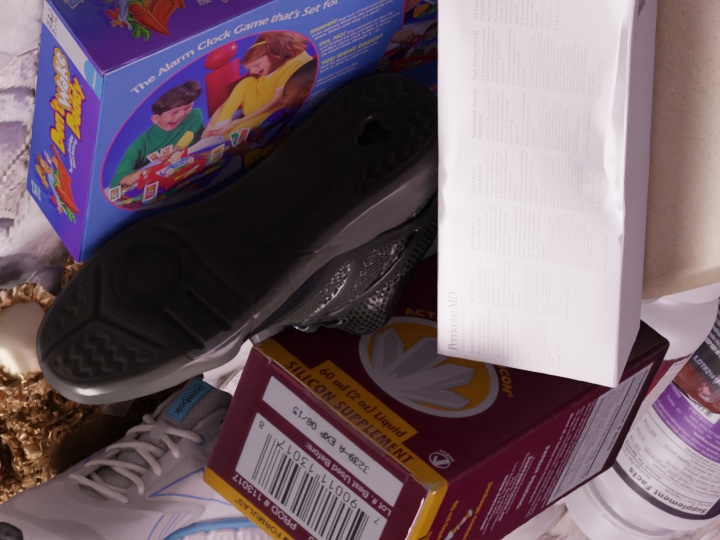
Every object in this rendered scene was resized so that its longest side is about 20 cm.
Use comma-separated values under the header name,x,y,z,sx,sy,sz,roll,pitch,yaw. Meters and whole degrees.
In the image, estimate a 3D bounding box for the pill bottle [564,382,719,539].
name,x,y,z,sx,sy,sz,roll,pitch,yaw
pill bottle,0.225,0.106,1.800,0.111,0.112,0.200,-12,147,-47

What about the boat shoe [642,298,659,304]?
name,x,y,z,sx,sy,sz,roll,pitch,yaw
boat shoe,0.172,-0.059,1.368,0.066,0.074,0.199,-45,-178,41

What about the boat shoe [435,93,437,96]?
name,x,y,z,sx,sy,sz,roll,pitch,yaw
boat shoe,0.068,-0.072,1.293,0.071,0.070,0.201,-24,175,39

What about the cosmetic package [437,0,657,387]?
name,x,y,z,sx,sy,sz,roll,pitch,yaw
cosmetic package,0.076,-0.052,1.089,0.051,0.082,0.201,-62,157,-51

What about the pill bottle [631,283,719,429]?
name,x,y,z,sx,sy,sz,roll,pitch,yaw
pill bottle,0.137,0.029,1.519,0.109,0.110,0.200,-15,149,-43

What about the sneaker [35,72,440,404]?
name,x,y,z,sx,sy,sz,roll,pitch,yaw
sneaker,-0.043,0.007,1.131,0.199,0.076,0.114,-37,153,-15

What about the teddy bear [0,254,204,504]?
name,x,y,z,sx,sy,sz,roll,pitch,yaw
teddy bear,-0.141,0.058,1.239,0.145,0.067,0.200,-43,153,-12

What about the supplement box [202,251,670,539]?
name,x,y,z,sx,sy,sz,roll,pitch,yaw
supplement box,0.038,0.064,1.225,0.200,0.110,0.086,-27,148,-48

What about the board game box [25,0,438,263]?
name,x,y,z,sx,sy,sz,roll,pitch,yaw
board game box,-0.039,-0.094,1.098,0.200,0.045,0.135,-26,156,-25

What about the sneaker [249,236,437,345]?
name,x,y,z,sx,sy,sz,roll,pitch,yaw
sneaker,0.000,0.000,1.299,0.118,0.074,0.200,-34,168,9

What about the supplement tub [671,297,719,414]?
name,x,y,z,sx,sy,sz,roll,pitch,yaw
supplement tub,0.268,-0.007,1.635,0.200,0.107,0.107,-40,158,18

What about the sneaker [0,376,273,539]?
name,x,y,z,sx,sy,sz,roll,pitch,yaw
sneaker,-0.097,0.092,1.217,0.200,0.075,0.087,-12,120,-56

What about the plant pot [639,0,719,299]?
name,x,y,z,sx,sy,sz,roll,pitch,yaw
plant pot,0.163,-0.103,1.154,0.177,0.200,0.200,-38,-178,34
